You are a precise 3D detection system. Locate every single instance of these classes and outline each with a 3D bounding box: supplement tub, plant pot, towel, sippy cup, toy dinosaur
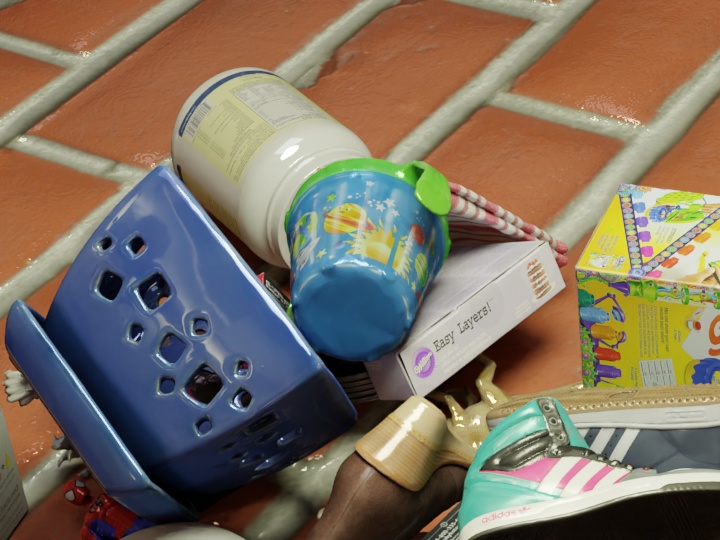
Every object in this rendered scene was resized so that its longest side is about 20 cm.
[{"bbox_3d":[-0.074,-0.090,1.943,0.144,0.146,0.200,-25,39,-22],"label":"supplement tub"},{"bbox_3d":[-0.137,0.071,1.536,0.179,0.200,0.200,-37,74,-4],"label":"plant pot"},{"bbox_3d":[0.070,-0.043,1.803,0.146,0.199,0.030,5,76,43],"label":"towel"},{"bbox_3d":[0.000,0.000,1.662,0.138,0.179,0.131,5,33,4],"label":"sippy cup"},{"bbox_3d":[0.107,0.117,1.714,0.199,0.058,0.101,-23,50,-29],"label":"toy dinosaur"}]

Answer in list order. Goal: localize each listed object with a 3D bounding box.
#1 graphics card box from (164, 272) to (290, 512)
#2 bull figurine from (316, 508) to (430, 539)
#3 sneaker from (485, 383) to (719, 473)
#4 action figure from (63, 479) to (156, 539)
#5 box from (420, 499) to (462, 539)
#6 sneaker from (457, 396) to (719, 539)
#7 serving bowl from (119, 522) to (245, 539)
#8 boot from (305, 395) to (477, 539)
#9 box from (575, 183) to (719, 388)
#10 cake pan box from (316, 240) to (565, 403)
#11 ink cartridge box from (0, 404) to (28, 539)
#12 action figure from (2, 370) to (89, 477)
[{"bbox_3d":[-0.113,0.102,1.726,0.125,0.051,0.201,-31,33,18],"label":"graphics card box"},{"bbox_3d":[0.005,0.238,1.543,0.121,0.066,0.200,10,37,30],"label":"bull figurine"},{"bbox_3d":[0.189,0.144,1.544,0.199,0.109,0.070,-4,11,30],"label":"sneaker"},{"bbox_3d":[-0.164,0.209,1.626,0.199,0.052,0.066,23,70,39],"label":"action figure"},{"bbox_3d":[0.113,0.236,1.479,0.132,0.115,0.200,19,42,35],"label":"box"},{"bbox_3d":[0.161,0.140,1.439,0.198,0.084,0.121,-8,44,2],"label":"sneaker"},{"bbox_3d":[-0.151,0.258,1.493,0.199,0.066,0.201,-16,44,16],"label":"serving bowl"},{"bbox_3d":[0.011,0.177,1.483,0.072,0.200,0.167,34,83,20],"label":"boot"},{"bbox_3d":[0.278,0.059,1.617,0.191,0.201,0.122,9,38,22],"label":"box"},{"bbox_3d":[0.045,0.043,1.760,0.200,0.053,0.184,-36,17,-34],"label":"cake pan box"},{"bbox_3d":[-0.370,0.146,1.628,0.144,0.201,0.146,8,38,21],"label":"ink cartridge box"},{"bbox_3d":[-0.227,0.112,1.713,0.101,0.119,0.200,-23,24,6],"label":"action figure"}]
